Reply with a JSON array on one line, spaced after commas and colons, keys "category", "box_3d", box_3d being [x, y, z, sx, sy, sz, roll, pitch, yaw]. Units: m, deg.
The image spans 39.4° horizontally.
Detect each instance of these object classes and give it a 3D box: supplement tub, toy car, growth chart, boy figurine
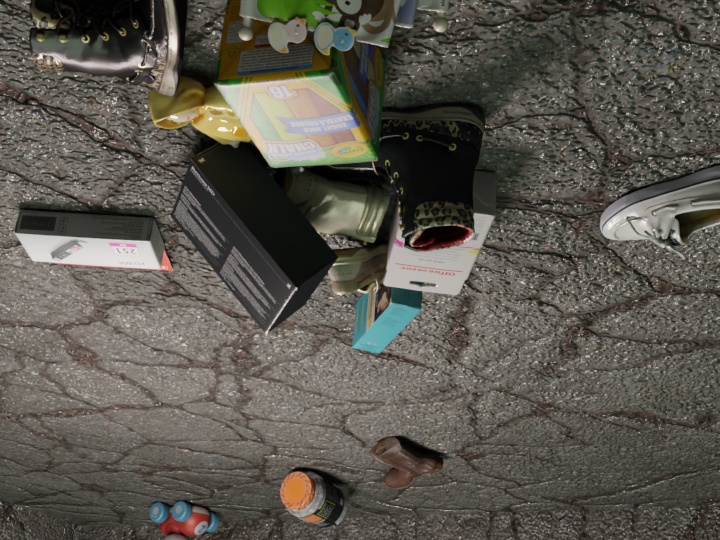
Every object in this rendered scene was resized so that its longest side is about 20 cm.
[{"category": "supplement tub", "box_3d": [-0.127, 0.611, 2.692, 0.121, 0.124, 0.200, -8, 152, 24]}, {"category": "toy car", "box_3d": [-0.564, 0.848, 3.170, 0.174, 0.203, 0.184, -9, 152, 27]}, {"category": "growth chart", "box_3d": [-0.011, -0.260, 0.866, 0.196, 0.147, 0.018, 2, -165, 9]}, {"category": "boy figurine", "box_3d": [-0.140, -0.170, 1.129, 0.197, 0.066, 0.124, 16, 162, -28]}]

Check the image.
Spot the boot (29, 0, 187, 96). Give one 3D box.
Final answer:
[{"category": "boot", "box_3d": [-0.246, -0.244, 0.984, 0.148, 0.074, 0.200, 6, 161, -10]}]

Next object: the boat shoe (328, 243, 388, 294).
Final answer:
[{"category": "boat shoe", "box_3d": [0.000, 0.000, 1.384, 0.071, 0.066, 0.200, -6, -179, 17]}]

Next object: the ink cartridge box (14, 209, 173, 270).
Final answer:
[{"category": "ink cartridge box", "box_3d": [-0.390, -0.027, 1.496, 0.196, 0.044, 0.174, 3, 153, 2]}]

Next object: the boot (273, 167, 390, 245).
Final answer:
[{"category": "boot", "box_3d": [-0.056, -0.066, 1.329, 0.152, 0.073, 0.200, 9, 154, -16]}]

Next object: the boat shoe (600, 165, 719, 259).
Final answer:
[{"category": "boat shoe", "box_3d": [0.389, -0.056, 1.252, 0.200, 0.087, 0.074, -19, 146, 40]}]

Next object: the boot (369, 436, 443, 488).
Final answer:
[{"category": "boot", "box_3d": [0.074, 0.460, 2.410, 0.185, 0.065, 0.199, -31, 143, 31]}]

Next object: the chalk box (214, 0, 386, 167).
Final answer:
[{"category": "chalk box", "box_3d": [-0.048, -0.185, 1.011, 0.122, 0.126, 0.200, -4, 154, 17]}]

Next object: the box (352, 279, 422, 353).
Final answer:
[{"category": "box", "box_3d": [0.040, 0.055, 1.547, 0.048, 0.084, 0.200, 11, 153, -13]}]

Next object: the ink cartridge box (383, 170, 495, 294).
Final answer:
[{"category": "ink cartridge box", "box_3d": [0.098, -0.050, 1.316, 0.113, 0.069, 0.201, 7, 148, -5]}]

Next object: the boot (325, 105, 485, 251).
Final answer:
[{"category": "boot", "box_3d": [0.042, -0.100, 1.137, 0.200, 0.156, 0.074, -6, 153, 20]}]

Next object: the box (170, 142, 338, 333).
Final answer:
[{"category": "box", "box_3d": [-0.135, -0.043, 1.237, 0.201, 0.079, 0.141, 50, 150, 7]}]
